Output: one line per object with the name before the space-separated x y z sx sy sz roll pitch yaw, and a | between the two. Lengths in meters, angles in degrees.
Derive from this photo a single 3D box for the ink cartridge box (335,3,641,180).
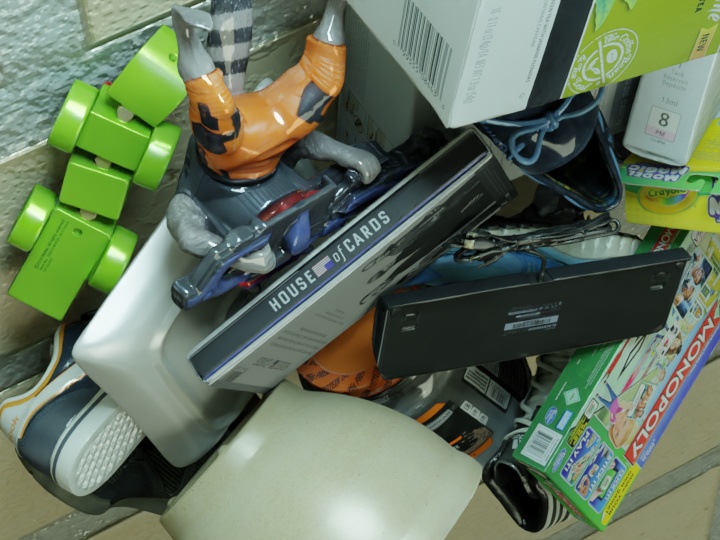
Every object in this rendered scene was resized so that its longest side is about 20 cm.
ink cartridge box | 0.083 -0.145 1.160 0.175 0.084 0.200 -23 147 -21

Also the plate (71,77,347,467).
plate | -0.075 0.012 1.186 0.200 0.032 0.200 -57 156 -14

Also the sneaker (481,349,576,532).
sneaker | 0.141 0.092 1.350 0.115 0.076 0.201 -31 131 -54

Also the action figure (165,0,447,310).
action figure | -0.042 -0.075 1.055 0.200 0.105 0.194 -26 143 -41

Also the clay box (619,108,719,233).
clay box | 0.248 -0.069 1.268 0.200 0.115 0.048 -39 131 -53

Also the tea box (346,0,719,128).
tea box | 0.084 -0.200 0.975 0.196 0.200 0.134 -18 144 -26

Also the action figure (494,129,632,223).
action figure | 0.137 -0.048 1.362 0.130 0.069 0.200 -2 140 -52

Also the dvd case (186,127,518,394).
dvd case | 0.000 0.000 1.124 0.200 0.025 0.150 -38 170 4

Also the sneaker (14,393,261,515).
sneaker | -0.138 0.105 1.296 0.114 0.076 0.199 -48 150 16

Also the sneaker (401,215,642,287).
sneaker | 0.097 0.012 1.264 0.200 0.078 0.090 5 95 -29

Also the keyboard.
keyboard | 0.105 0.010 1.190 0.200 0.021 0.127 -9 141 -16

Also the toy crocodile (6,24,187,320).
toy crocodile | -0.146 -0.050 1.096 0.067 0.062 0.200 24 126 -8

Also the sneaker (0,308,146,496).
sneaker | -0.141 0.050 1.225 0.200 0.079 0.079 -42 149 -36

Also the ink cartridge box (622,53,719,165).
ink cartridge box | 0.225 -0.183 1.223 0.163 0.057 0.200 -47 150 -60

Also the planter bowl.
planter bowl | -0.039 0.153 1.228 0.200 0.135 0.200 -48 -179 1

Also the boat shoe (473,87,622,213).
boat shoe | 0.109 -0.092 1.107 0.084 0.069 0.200 -44 149 12

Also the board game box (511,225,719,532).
board game box | 0.184 0.066 1.317 0.200 0.029 0.135 -58 146 -9

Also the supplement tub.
supplement tub | 0.034 0.065 1.356 0.122 0.123 0.200 -40 148 7
